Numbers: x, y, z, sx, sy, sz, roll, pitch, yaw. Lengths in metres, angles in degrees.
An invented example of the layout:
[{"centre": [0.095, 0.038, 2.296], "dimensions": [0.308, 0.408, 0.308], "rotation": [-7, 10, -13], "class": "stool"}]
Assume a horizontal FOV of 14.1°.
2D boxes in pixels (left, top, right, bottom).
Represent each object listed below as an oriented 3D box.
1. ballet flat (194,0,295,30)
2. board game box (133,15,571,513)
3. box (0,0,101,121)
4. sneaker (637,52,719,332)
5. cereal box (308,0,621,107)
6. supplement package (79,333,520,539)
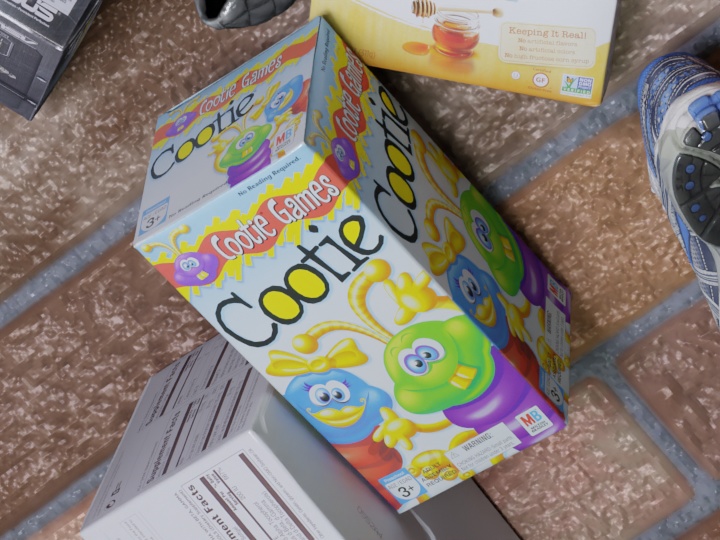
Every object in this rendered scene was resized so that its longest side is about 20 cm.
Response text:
[{"centre": [-0.049, -0.203, 1.310], "dimensions": [0.066, 0.057, 0.201], "rotation": [12, 120, 26], "class": "ballet flat"}, {"centre": [0.000, 0.000, 1.362], "dimensions": [0.105, 0.103, 0.200], "rotation": [-30, 120, 25], "class": "board game box"}, {"centre": [-0.216, -0.152, 1.323], "dimensions": [0.200, 0.158, 0.048], "rotation": [31, 78, -5], "class": "box"}, {"centre": [0.179, -0.027, 1.360], "dimensions": [0.077, 0.085, 0.200], "rotation": [-27, 133, -3], "class": "sneaker"}, {"centre": [0.056, -0.182, 1.314], "dimensions": [0.143, 0.040, 0.201], "rotation": [10, 120, 8], "class": "cereal box"}, {"centre": [-0.020, 0.137, 1.431], "dimensions": [0.111, 0.156, 0.200], "rotation": [-31, 108, 23], "class": "supplement package"}]
